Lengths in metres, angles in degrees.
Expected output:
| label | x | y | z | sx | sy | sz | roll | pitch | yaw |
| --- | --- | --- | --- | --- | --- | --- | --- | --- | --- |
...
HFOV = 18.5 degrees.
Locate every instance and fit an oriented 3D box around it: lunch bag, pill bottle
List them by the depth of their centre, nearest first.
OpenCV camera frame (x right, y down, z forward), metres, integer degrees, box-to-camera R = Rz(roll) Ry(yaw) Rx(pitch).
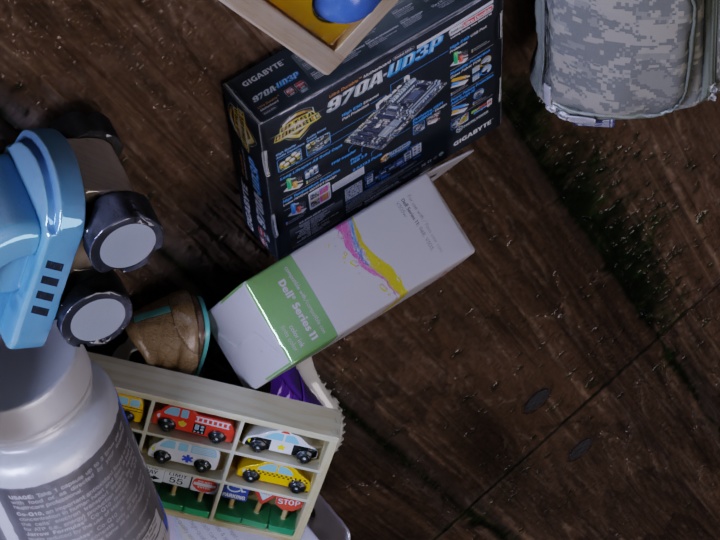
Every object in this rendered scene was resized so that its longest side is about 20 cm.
| label | x | y | z | sx | sy | sz | roll | pitch | yaw |
| --- | --- | --- | --- | --- | --- | --- | --- | --- | --- |
| pill bottle | -0.204 | 0.126 | 1.473 | 0.113 | 0.114 | 0.201 | -31 | 135 | -17 |
| lunch bag | 0.195 | -0.200 | 1.526 | 0.167 | 0.140 | 0.201 | -18 | 147 | -6 |

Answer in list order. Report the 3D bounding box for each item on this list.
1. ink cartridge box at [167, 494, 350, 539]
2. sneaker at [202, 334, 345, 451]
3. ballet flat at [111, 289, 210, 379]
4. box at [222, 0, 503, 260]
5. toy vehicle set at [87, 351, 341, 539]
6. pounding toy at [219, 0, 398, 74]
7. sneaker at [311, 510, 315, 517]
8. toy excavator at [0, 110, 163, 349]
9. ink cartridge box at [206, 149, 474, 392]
| label | x | y | z | sx | sy | sz | roll | pitch | yaw |
| --- | --- | --- | --- | --- | --- | --- | --- | --- | --- |
| ink cartridge box | -0.111 | 0.239 | 1.758 | 0.199 | 0.129 | 0.125 | -35 | 152 | -9 |
| sneaker | -0.077 | 0.099 | 1.650 | 0.100 | 0.069 | 0.201 | -45 | 145 | -21 |
| ballet flat | -0.151 | 0.093 | 1.586 | 0.072 | 0.068 | 0.201 | -7 | 141 | -15 |
| box | 0.007 | -0.111 | 1.501 | 0.199 | 0.046 | 0.159 | -32 | 151 | -16 |
| toy vehicle set | -0.123 | 0.125 | 1.561 | 0.198 | 0.027 | 0.125 | 13 | 135 | -6 |
| pounding toy | -0.007 | -0.225 | 1.225 | 0.200 | 0.142 | 0.184 | -46 | 152 | 9 |
| sneaker | -0.058 | 0.281 | 1.901 | 0.076 | 0.114 | 0.200 | -14 | 140 | -42 |
| toy excavator | -0.242 | 0.001 | 1.328 | 0.199 | 0.100 | 0.195 | -2 | 135 | -30 |
| ink cartridge box | 0.000 | 0.000 | 1.538 | 0.199 | 0.068 | 0.117 | -31 | 179 | -22 |
